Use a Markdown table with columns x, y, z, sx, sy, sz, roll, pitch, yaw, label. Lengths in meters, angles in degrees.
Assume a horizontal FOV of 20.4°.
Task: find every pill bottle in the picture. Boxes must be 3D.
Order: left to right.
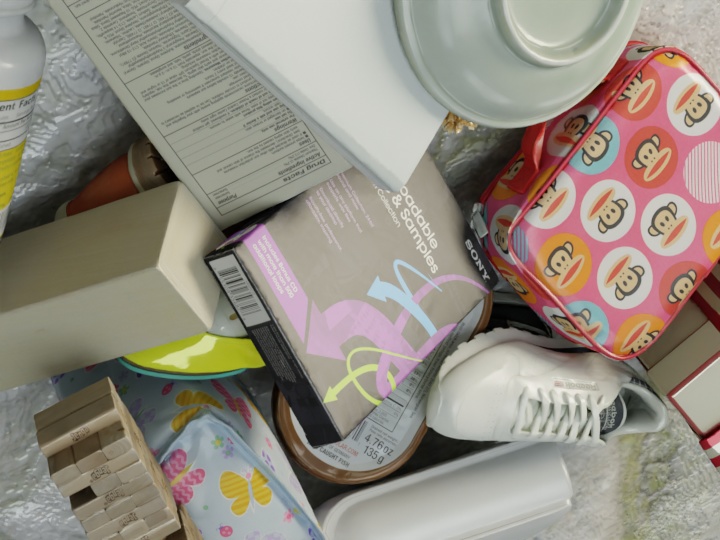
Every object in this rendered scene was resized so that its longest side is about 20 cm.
| x | y | z | sx | sy | sz | roll | pitch | yaw | label |
| --- | --- | --- | --- | --- | --- | --- | --- | --- | --- |
| -0.251 | -0.104 | 1.200 | 0.111 | 0.111 | 0.201 | 7 | 117 | -26 | pill bottle |

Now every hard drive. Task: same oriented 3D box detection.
| x | y | z | sx | sy | sz | roll | pitch | yaw | label |
| --- | --- | --- | --- | --- | --- | --- | --- | --- | --- |
| -0.010 | -0.155 | 1.192 | 0.200 | 0.026 | 0.132 | 39 | 77 | -38 | hard drive |

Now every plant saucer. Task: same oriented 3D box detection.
| x | y | z | sx | sy | sz | roll | pitch | yaw | label |
| --- | --- | --- | --- | --- | --- | --- | --- | --- | --- |
| 0.113 | -0.181 | 1.224 | 0.199 | 0.050 | 0.202 | -13 | 113 | -32 | plant saucer |

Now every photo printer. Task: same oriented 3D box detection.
| x | y | z | sx | sy | sz | roll | pitch | yaw | label |
| --- | --- | --- | --- | --- | --- | --- | --- | --- | --- |
| 0.044 | 0.187 | 1.481 | 0.199 | 0.070 | 0.166 | -16 | 168 | -13 | photo printer |

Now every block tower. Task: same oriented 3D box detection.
| x | y | z | sx | sy | sz | roll | pitch | yaw | label |
| --- | --- | --- | --- | --- | --- | --- | --- | --- | --- |
| -0.134 | 0.164 | 1.245 | 0.058 | 0.054 | 0.201 | -27 | 123 | 1 | block tower |

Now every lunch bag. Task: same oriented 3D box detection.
| x | y | z | sx | sy | sz | roll | pitch | yaw | label |
| --- | --- | --- | --- | --- | --- | --- | --- | --- | --- |
| -0.110 | 0.144 | 1.373 | 0.127 | 0.170 | 0.200 | -38 | 126 | 4 | lunch bag |
| 0.177 | -0.057 | 1.395 | 0.200 | 0.082 | 0.176 | -48 | 115 | -7 | lunch bag |

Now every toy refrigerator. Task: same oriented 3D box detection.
| x | y | z | sx | sy | sz | roll | pitch | yaw | label |
| --- | --- | --- | --- | --- | --- | --- | --- | --- | --- |
| -0.185 | 0.017 | 1.268 | 0.199 | 0.076 | 0.070 | -17 | 131 | 26 | toy refrigerator |

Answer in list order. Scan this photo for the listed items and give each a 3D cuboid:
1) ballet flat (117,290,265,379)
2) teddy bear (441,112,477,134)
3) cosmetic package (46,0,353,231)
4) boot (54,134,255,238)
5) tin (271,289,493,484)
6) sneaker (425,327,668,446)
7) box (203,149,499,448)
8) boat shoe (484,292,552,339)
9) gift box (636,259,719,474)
| x | y | z | sx | sy | sz | roll | pitch | yaw | label |
| --- | --- | --- | --- | --- | --- | --- | --- | --- | --- |
| -0.065 | 0.033 | 1.312 | 0.199 | 0.067 | 0.067 | 5 | 121 | -30 | ballet flat |
| 0.102 | -0.180 | 1.308 | 0.199 | 0.067 | 0.146 | -23 | 89 | 0 | teddy bear |
| -0.096 | -0.132 | 1.220 | 0.103 | 0.073 | 0.200 | -24 | 127 | 14 | cosmetic package |
| -0.113 | -0.014 | 1.348 | 0.107 | 0.075 | 0.200 | -32 | 135 | 23 | boot |
| 0.017 | 0.056 | 1.400 | 0.112 | 0.042 | 0.201 | 31 | 83 | -8 | tin |
| 0.132 | 0.090 | 1.406 | 0.199 | 0.080 | 0.077 | -5 | 121 | -41 | sneaker |
| 0.000 | 0.000 | 1.300 | 0.200 | 0.036 | 0.144 | -44 | 109 | -43 | box |
| 0.052 | 0.053 | 1.453 | 0.199 | 0.060 | 0.076 | -6 | 122 | -19 | boat shoe |
| 0.306 | 0.052 | 1.480 | 0.185 | 0.187 | 0.200 | -44 | 125 | 8 | gift box |
